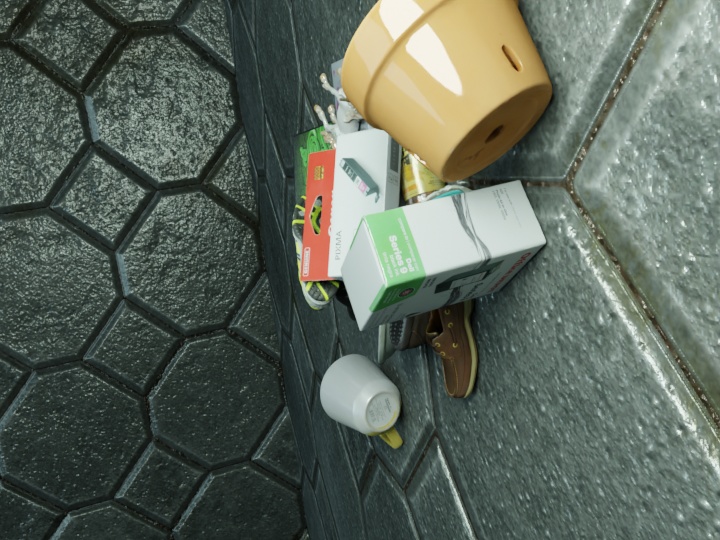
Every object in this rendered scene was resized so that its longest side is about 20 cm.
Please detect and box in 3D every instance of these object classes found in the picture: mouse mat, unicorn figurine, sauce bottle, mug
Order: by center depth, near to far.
[{"bbox_3d":[0.075,-0.186,0.900,0.066,0.064,0.205,138,121,-71],"label":"sauce bottle"},{"bbox_3d":[-0.028,-0.277,1.073,0.139,0.073,0.202,56,168,28],"label":"unicorn figurine"},{"bbox_3d":[-0.075,-0.177,1.197,0.158,0.007,0.206,-8,81,43],"label":"mouse mat"},{"bbox_3d":[0.026,0.273,1.307,0.152,0.184,0.153,15,83,63],"label":"mug"}]

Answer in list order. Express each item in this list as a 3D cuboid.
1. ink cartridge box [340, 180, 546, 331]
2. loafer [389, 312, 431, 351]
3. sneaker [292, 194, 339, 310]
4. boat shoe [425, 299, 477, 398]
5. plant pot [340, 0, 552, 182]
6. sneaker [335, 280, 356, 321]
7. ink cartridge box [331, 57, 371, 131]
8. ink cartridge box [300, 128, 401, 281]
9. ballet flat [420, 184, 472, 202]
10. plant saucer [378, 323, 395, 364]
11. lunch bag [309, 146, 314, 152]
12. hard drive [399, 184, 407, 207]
[{"bbox_3d":[0.089,-0.015,0.716,0.147,0.195,0.086,115,138,-64],"label":"ink cartridge box"},{"bbox_3d":[0.097,0.026,0.956,0.073,0.069,0.205,-126,46,-60],"label":"loafer"},{"bbox_3d":[-0.077,-0.032,1.007,0.077,0.073,0.205,116,156,-59],"label":"sneaker"},{"bbox_3d":[0.123,0.090,0.898,0.072,0.066,0.206,-141,43,-66],"label":"boat shoe"},{"bbox_3d":[0.098,-0.188,0.628,0.141,0.197,0.201,55,157,15],"label":"plant pot"},{"bbox_3d":[0.000,0.000,1.055,0.201,0.073,0.118,80,-168,-65],"label":"sneaker"},{"bbox_3d":[-0.003,-0.288,1.152,0.196,0.042,0.206,-150,53,-69],"label":"ink cartridge box"},{"bbox_3d":[-0.026,-0.088,0.885,0.170,0.043,0.206,-3,80,34],"label":"ink cartridge box"},{"bbox_3d":[0.087,-0.052,0.858,0.200,0.071,0.073,-46,51,34],"label":"ballet flat"},{"bbox_3d":[0.059,0.058,1.072,0.200,0.049,0.206,3,-90,-86],"label":"plant saucer"},{"bbox_3d":[-0.057,-0.178,1.305,0.201,0.074,0.163,85,164,-64],"label":"lunch bag"},{"bbox_3d":[0.049,-0.100,0.983,0.137,0.041,0.203,97,177,-48],"label":"hard drive"}]
